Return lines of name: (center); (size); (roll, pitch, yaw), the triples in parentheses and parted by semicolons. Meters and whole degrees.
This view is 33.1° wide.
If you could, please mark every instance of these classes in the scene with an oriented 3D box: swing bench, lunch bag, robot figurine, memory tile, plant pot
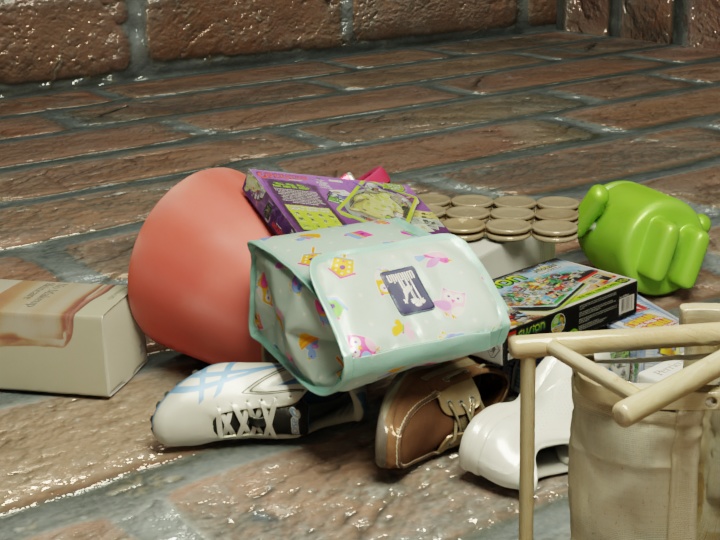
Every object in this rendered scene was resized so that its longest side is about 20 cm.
swing bench: (0.210, 0.138, 0.789); (0.197, 0.202, 0.130); (-9, 19, -23)
lunch bag: (0.012, 0.031, 1.050); (0.168, 0.124, 0.199); (-9, 20, -27)
robot figurine: (0.335, -0.041, 1.461); (0.173, 0.117, 0.200); (10, 12, -19)
memory tile: (0.142, -0.057, 1.336); (0.197, 0.017, 0.153); (2, 18, 9)
plant pot: (-0.106, 0.020, 1.225); (0.176, 0.203, 0.199); (26, 31, 35)

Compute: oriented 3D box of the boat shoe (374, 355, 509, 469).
boat shoe: (0.075, 0.119, 1.067); (0.071, 0.077, 0.200); (10, 23, 26)

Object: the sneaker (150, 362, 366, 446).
sneaker: (-0.088, 0.121, 1.083); (0.197, 0.073, 0.073); (-10, 27, -15)

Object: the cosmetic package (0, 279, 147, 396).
cosmetic package: (-0.330, 0.066, 1.241); (0.197, 0.089, 0.103); (2, 17, 12)

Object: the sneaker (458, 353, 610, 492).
sneaker: (0.174, 0.131, 1.042); (0.088, 0.076, 0.199); (25, 42, 33)

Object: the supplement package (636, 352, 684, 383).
supplement package: (0.316, 0.141, 0.903); (0.116, 0.119, 0.199); (-17, 23, -38)

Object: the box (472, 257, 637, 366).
box: (0.165, 0.036, 1.172); (0.198, 0.035, 0.109); (-17, 23, -39)

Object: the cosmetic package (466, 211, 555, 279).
cosmetic package: (0.138, 0.009, 1.336); (0.080, 0.115, 0.199); (11, 20, 35)

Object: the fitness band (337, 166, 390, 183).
fitness band: (-0.053, -0.065, 1.451); (0.199, 0.038, 0.144); (-33, 0, -7)

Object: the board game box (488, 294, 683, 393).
board game box: (0.236, 0.074, 1.207); (0.198, 0.063, 0.199); (-12, 20, -30)

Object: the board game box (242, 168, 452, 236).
board game box: (-0.008, -0.053, 1.208); (0.198, 0.033, 0.120); (3, 37, -35)
